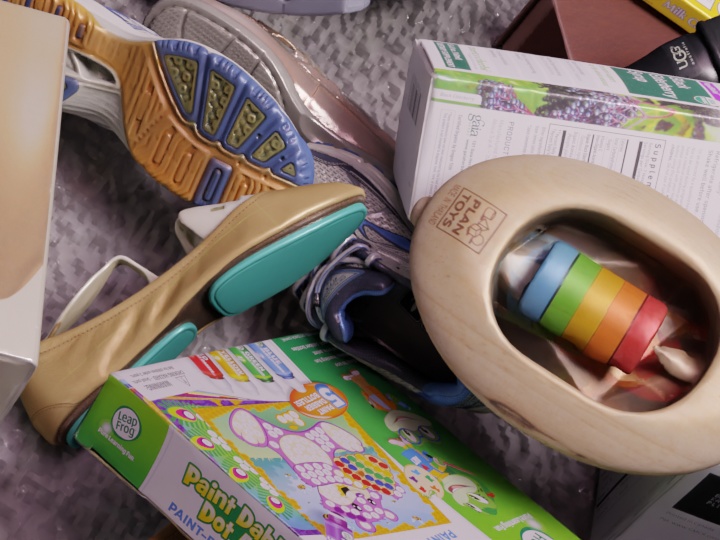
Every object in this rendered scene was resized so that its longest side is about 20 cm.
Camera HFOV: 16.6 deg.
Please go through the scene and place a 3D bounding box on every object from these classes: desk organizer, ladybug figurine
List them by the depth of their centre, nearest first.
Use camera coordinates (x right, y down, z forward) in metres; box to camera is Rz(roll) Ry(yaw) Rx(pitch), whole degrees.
[{"bbox_3d":[0.111,0.023,1.207,0.200,0.072,0.136,36,80,6],"label":"ladybug figurine"},{"bbox_3d":[0.190,-0.119,1.477,0.199,0.072,0.077,0,63,-26],"label":"desk organizer"}]

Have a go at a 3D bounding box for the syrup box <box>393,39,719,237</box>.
[{"bbox_3d":[0.123,-0.061,1.279,0.199,0.082,0.079,7,19,-8],"label":"syrup box"}]

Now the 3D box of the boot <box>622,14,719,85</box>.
[{"bbox_3d":[0.146,-0.054,1.400,0.168,0.200,0.077,-19,56,3],"label":"boot"}]

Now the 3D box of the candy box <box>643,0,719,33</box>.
[{"bbox_3d":[0.246,-0.157,1.466,0.200,0.026,0.102,34,52,-7],"label":"candy box"}]

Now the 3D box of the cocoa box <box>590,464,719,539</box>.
[{"bbox_3d":[0.242,0.105,1.320,0.199,0.133,0.132,21,53,-13],"label":"cocoa box"}]

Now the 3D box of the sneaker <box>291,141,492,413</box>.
[{"bbox_3d":[0.000,0.000,1.272,0.200,0.077,0.085,37,19,16],"label":"sneaker"}]

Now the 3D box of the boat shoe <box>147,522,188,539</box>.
[{"bbox_3d":[-0.059,0.143,1.193,0.071,0.069,0.200,35,29,18],"label":"boat shoe"}]

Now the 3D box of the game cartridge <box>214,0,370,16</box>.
[{"bbox_3d":[-0.072,-0.213,1.334,0.200,0.134,0.040,23,25,29],"label":"game cartridge"}]

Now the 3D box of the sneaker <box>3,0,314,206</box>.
[{"bbox_3d":[-0.104,-0.095,1.288,0.200,0.075,0.088,32,12,9],"label":"sneaker"}]

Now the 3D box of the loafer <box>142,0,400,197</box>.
[{"bbox_3d":[-0.034,-0.079,1.350,0.200,0.072,0.063,43,31,0],"label":"loafer"}]

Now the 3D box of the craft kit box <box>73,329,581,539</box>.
[{"bbox_3d":[-0.005,0.111,1.170,0.197,0.049,0.200,41,23,19],"label":"craft kit box"}]

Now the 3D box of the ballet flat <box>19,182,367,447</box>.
[{"bbox_3d":[-0.089,0.005,1.219,0.200,0.069,0.063,-38,73,-8],"label":"ballet flat"}]

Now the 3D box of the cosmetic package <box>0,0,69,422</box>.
[{"bbox_3d":[-0.194,-0.024,1.179,0.071,0.105,0.200,14,53,-20],"label":"cosmetic package"}]
